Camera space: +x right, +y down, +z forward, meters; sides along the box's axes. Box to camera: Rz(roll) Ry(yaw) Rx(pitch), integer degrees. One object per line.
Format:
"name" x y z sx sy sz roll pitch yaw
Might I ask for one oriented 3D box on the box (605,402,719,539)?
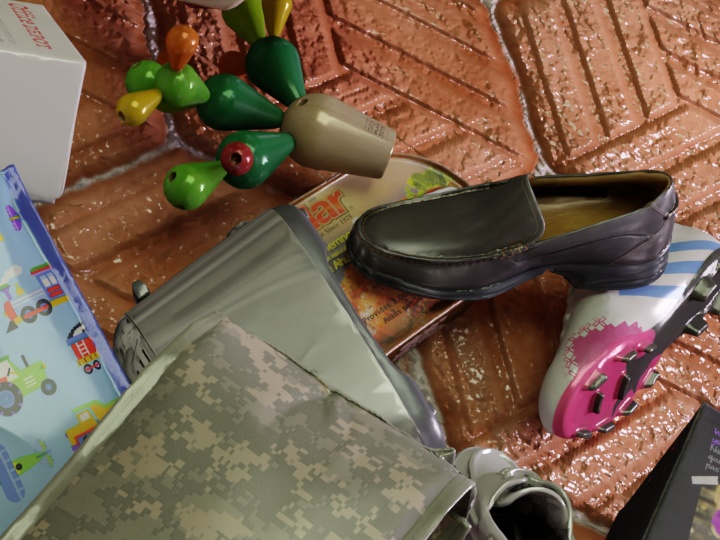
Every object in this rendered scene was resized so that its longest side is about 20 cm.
"box" 0.174 0.193 1.203 0.106 0.122 0.200 31 47 2

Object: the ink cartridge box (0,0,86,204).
"ink cartridge box" -0.263 -0.107 1.225 0.199 0.088 0.145 9 17 -20

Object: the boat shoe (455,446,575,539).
"boat shoe" 0.088 0.141 1.199 0.073 0.066 0.200 19 22 -18

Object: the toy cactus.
"toy cactus" -0.057 -0.104 1.335 0.164 0.103 0.200 18 31 -6

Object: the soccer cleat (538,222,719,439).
"soccer cleat" 0.151 0.032 1.367 0.086 0.070 0.200 29 44 25

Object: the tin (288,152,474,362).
"tin" 0.000 0.000 1.334 0.200 0.042 0.112 -32 76 -39

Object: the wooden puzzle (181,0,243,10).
"wooden puzzle" -0.053 -0.200 1.378 0.199 0.047 0.185 -10 20 -39

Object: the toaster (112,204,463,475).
"toaster" -0.045 0.075 1.187 0.129 0.114 0.201 -30 76 -12

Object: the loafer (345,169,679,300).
"loafer" 0.091 -0.031 1.315 0.199 0.073 0.073 -5 51 -14

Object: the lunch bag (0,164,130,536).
"lunch bag" -0.199 0.072 1.138 0.150 0.094 0.201 -26 72 -22

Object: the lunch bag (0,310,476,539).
"lunch bag" -0.060 0.134 1.053 0.164 0.118 0.200 32 64 17
